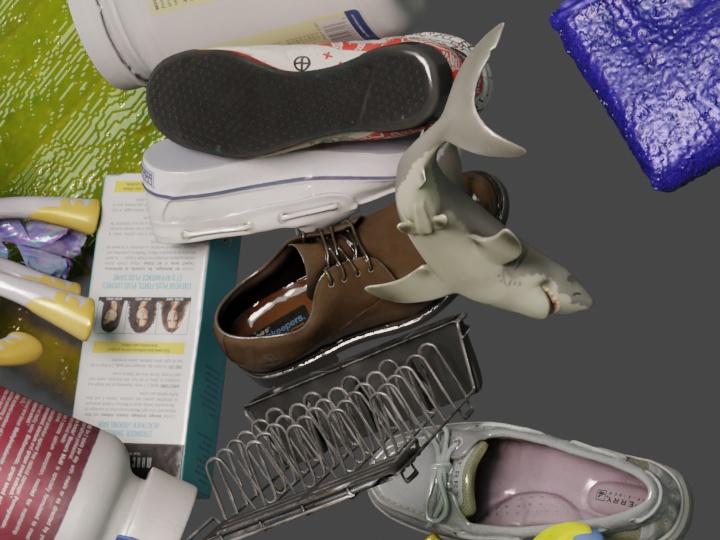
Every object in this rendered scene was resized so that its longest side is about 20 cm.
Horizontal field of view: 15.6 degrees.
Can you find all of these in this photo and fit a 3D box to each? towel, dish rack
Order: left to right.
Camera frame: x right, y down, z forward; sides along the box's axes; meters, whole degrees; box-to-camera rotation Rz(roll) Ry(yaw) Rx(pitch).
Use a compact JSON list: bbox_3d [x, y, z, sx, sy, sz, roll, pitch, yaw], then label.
[{"bbox_3d":[-0.017,0.097,1.500,0.153,0.200,0.055,-24,96,23],"label":"dish rack"},{"bbox_3d":[0.223,-0.155,1.557,0.200,0.050,0.148,-35,63,9],"label":"towel"}]

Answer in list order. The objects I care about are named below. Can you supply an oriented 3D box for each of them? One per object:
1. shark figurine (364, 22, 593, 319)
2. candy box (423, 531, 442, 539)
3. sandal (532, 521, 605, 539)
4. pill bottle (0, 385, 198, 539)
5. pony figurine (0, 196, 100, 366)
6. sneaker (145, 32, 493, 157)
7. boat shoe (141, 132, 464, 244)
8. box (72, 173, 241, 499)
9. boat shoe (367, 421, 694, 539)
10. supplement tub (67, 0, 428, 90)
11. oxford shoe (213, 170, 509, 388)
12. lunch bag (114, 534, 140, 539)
[{"bbox_3d":[0.054,-0.053,1.511,0.128,0.215,0.090,-2,55,17],"label":"shark figurine"},{"bbox_3d":[0.000,0.253,1.519,0.200,0.026,0.102,-41,89,6],"label":"candy box"},{"bbox_3d":[0.104,0.237,1.461,0.087,0.079,0.200,17,100,0],"label":"sandal"},{"bbox_3d":[-0.204,0.130,1.544,0.200,0.110,0.110,24,83,-5],"label":"pill bottle"},{"bbox_3d":[-0.266,-0.023,1.622,0.200,0.167,0.193,12,39,-13],"label":"pony figurine"},{"bbox_3d":[-0.020,-0.106,1.578,0.201,0.108,0.067,-3,95,27],"label":"sneaker"},{"bbox_3d":[-0.034,-0.055,1.611,0.200,0.065,0.074,-5,29,-6],"label":"boat shoe"},{"bbox_3d":[-0.127,0.040,1.642,0.082,0.049,0.200,0,74,22],"label":"box"},{"bbox_3d":[0.090,0.123,1.516,0.202,0.065,0.075,8,77,28],"label":"boat shoe"},{"bbox_3d":[-0.071,-0.194,1.638,0.200,0.145,0.145,-13,70,19],"label":"supplement tub"},{"bbox_3d":[0.000,0.000,1.583,0.200,0.084,0.073,-34,60,7],"label":"oxford shoe"},{"bbox_3d":[-0.076,0.237,1.439,0.200,0.136,0.132,8,69,36],"label":"lunch bag"}]
